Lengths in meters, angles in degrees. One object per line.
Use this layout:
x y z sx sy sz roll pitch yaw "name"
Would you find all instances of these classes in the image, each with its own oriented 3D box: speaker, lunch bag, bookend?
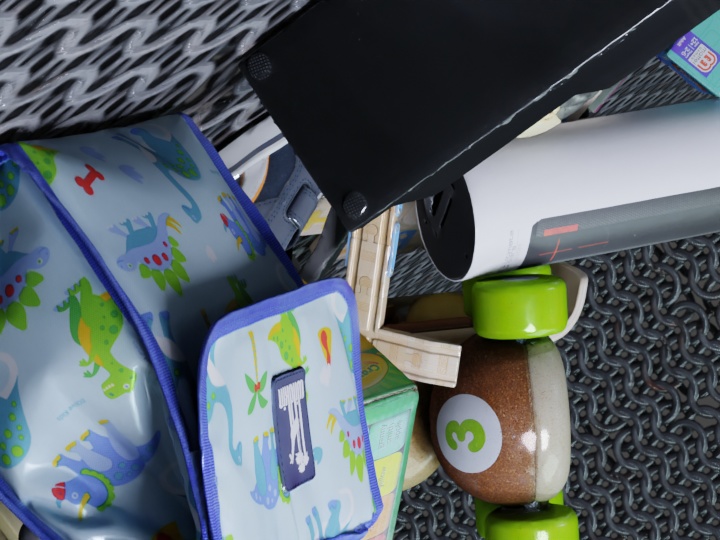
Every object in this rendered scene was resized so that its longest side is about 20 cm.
0.133 -0.049 1.503 0.199 0.082 0.081 -10 163 -23 "speaker"
-0.082 0.043 1.059 0.127 0.200 0.170 -37 173 22 "lunch bag"
0.075 -0.117 1.191 0.198 0.092 0.200 -36 175 17 "bookend"

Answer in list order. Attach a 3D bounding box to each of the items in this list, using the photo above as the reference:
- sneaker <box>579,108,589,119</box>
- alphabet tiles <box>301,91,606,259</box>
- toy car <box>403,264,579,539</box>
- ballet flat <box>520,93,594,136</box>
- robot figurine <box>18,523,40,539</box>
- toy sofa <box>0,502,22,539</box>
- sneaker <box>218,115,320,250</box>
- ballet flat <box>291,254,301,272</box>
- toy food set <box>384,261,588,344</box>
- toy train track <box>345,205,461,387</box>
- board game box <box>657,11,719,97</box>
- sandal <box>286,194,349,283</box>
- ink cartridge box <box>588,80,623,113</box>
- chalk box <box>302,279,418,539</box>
0.100 -0.098 1.615 0.075 0.077 0.200 -3 152 -4 "sneaker"
0.056 -0.056 1.540 0.199 0.015 0.196 -6 155 -31 "alphabet tiles"
0.021 0.087 1.511 0.199 0.165 0.158 -4 -174 -1 "toy car"
0.150 -0.144 1.418 0.200 0.057 0.066 -43 139 13 "ballet flat"
-0.134 0.098 1.550 0.124 0.151 0.200 2 -174 18 "robot figurine"
-0.264 0.190 1.708 0.200 0.083 0.098 -40 177 33 "toy sofa"
-0.066 -0.014 1.285 0.200 0.080 0.078 -35 173 -17 "sneaker"
-0.088 0.006 1.469 0.067 0.057 0.200 -50 164 9 "ballet flat"
0.031 0.012 1.642 0.199 0.061 0.143 -5 -170 -11 "toy food set"
0.000 0.000 1.375 0.033 0.114 0.201 -23 123 -65 "toy train track"
0.244 -0.178 1.573 0.152 0.045 0.200 -52 179 7 "board game box"
-0.012 -0.051 1.426 0.200 0.045 0.075 -58 180 23 "sandal"
0.185 -0.169 1.565 0.095 0.037 0.200 -49 177 -21 "ink cartridge box"
-0.054 0.093 1.336 0.123 0.200 0.125 -17 134 -35 "chalk box"
